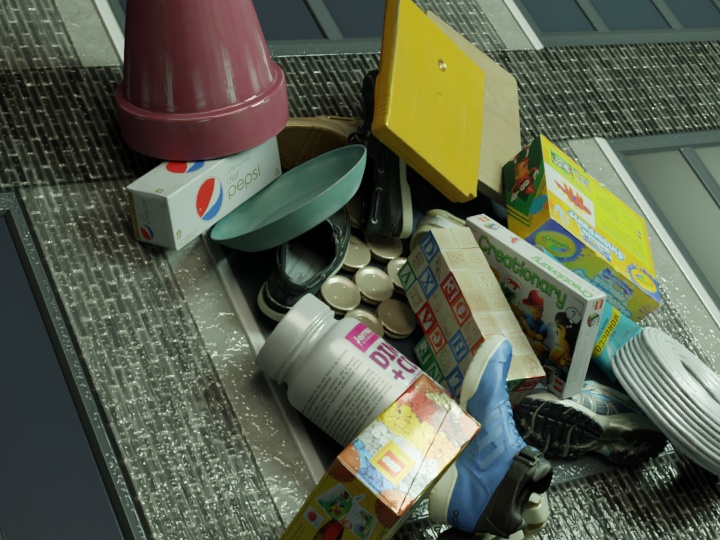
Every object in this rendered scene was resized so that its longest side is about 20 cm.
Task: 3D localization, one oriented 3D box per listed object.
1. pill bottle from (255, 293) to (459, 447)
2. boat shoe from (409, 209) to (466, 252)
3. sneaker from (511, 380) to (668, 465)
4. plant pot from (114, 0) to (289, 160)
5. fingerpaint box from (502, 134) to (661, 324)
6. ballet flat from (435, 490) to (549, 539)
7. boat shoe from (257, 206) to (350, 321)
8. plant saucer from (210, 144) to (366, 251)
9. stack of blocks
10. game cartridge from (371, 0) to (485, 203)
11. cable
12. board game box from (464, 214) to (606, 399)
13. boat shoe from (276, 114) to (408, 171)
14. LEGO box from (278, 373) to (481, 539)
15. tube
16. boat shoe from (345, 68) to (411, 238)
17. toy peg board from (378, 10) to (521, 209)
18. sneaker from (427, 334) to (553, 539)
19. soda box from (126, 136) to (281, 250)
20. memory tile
[{"bbox_3d":[-0.004,0.122,1.432,0.200,0.114,0.113,38,45,7],"label":"pill bottle"},{"bbox_3d":[0.156,-0.011,1.662,0.199,0.075,0.069,32,39,-7],"label":"boat shoe"},{"bbox_3d":[0.250,0.164,1.573,0.199,0.078,0.087,17,34,-24],"label":"sneaker"},{"bbox_3d":[-0.186,-0.245,1.559,0.198,0.180,0.201,-4,31,2],"label":"plant pot"},{"bbox_3d":[0.269,-0.044,1.701,0.199,0.073,0.168,35,34,-26],"label":"fingerpaint box"},{"bbox_3d":[0.151,0.262,1.420,0.199,0.073,0.073,-29,69,-40],"label":"ballet flat"},{"bbox_3d":[-0.053,-0.029,1.549,0.074,0.066,0.200,33,45,4],"label":"boat shoe"},{"bbox_3d":[-0.073,-0.074,1.539,0.200,0.199,0.036,-47,114,-45],"label":"plant saucer"},{"bbox_3d":[0.112,0.066,1.535,0.058,0.115,0.201,-4,57,-35],"label":"stack of blocks"},{"bbox_3d":[0.081,-0.197,1.616,0.176,0.032,0.201,37,48,-38],"label":"game cartridge"},{"bbox_3d":[0.378,0.151,1.592,0.200,0.069,0.200,51,18,25],"label":"cable"},{"bbox_3d":[0.182,0.038,1.548,0.034,0.127,0.200,-13,35,-37],"label":"board game box"},{"bbox_3d":[-0.035,-0.155,1.695,0.199,0.074,0.069,9,31,-32],"label":"boat shoe"},{"bbox_3d":[0.009,0.213,1.299,0.077,0.200,0.149,41,44,10],"label":"LEGO box"},{"bbox_3d":[0.257,0.047,1.629,0.200,0.050,0.078,40,80,-29],"label":"tube"},{"bbox_3d":[0.014,-0.135,1.625,0.066,0.074,0.201,-8,97,-15],"label":"boat shoe"},{"bbox_3d":[0.110,-0.186,1.756,0.199,0.097,0.201,28,52,-43],"label":"toy peg board"},{"bbox_3d":[0.148,0.168,1.383,0.110,0.077,0.201,13,70,20],"label":"sneaker"},{"bbox_3d":[-0.174,-0.101,1.557,0.063,0.069,0.200,13,36,30],"label":"soda box"},{"bbox_3d":[0.000,0.000,1.612,0.153,0.017,0.201,-16,62,-37],"label":"memory tile"}]
